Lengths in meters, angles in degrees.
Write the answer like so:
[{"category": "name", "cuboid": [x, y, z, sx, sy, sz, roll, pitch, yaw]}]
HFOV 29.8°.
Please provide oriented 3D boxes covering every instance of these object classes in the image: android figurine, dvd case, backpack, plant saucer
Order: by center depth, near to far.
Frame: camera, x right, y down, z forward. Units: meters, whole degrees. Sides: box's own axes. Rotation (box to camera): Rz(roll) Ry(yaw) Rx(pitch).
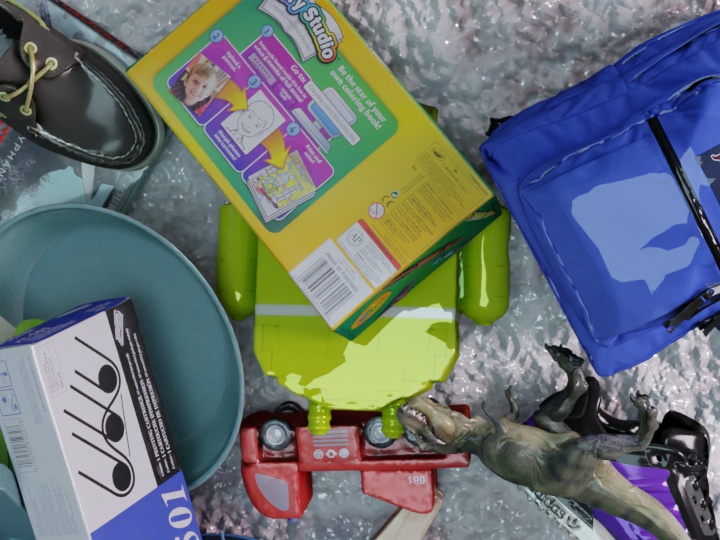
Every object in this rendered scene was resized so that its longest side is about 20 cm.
[{"category": "backpack", "cuboid": [0.187, -0.046, 0.738, 0.199, 0.168, 0.163, -27, 100, 8]}, {"category": "android figurine", "cuboid": [0.000, 0.000, 0.816, 0.181, 0.041, 0.201, -1, 84, 9]}, {"category": "plant saucer", "cuboid": [-0.218, 0.148, 0.826, 0.070, 0.200, 0.019, 9, 65, 8]}, {"category": "plant saucer", "cuboid": [-0.155, 0.048, 0.847, 0.199, 0.036, 0.201, 8, 113, 19]}, {"category": "dvd case", "cuboid": [-0.223, -0.107, 0.862, 0.200, 0.022, 0.146, 34, 102, 1]}]

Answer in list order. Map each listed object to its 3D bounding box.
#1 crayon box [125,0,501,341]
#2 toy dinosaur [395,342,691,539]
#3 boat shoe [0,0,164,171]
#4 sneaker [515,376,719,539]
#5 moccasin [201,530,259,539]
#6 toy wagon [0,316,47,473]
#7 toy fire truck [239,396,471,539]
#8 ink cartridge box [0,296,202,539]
[{"category": "crayon box", "cuboid": [-0.027, -0.075, 0.780, 0.119, 0.058, 0.200, -39, 78, 2]}, {"category": "toy dinosaur", "cuboid": [0.123, 0.099, 0.774, 0.199, 0.047, 0.089, 26, 102, 11]}, {"category": "boat shoe", "cuboid": [-0.211, -0.123, 0.816, 0.201, 0.061, 0.072, 34, 102, 2]}, {"category": "sneaker", "cuboid": [0.185, 0.142, 0.814, 0.200, 0.070, 0.100, 40, 100, 0]}, {"category": "moccasin", "cuboid": [-0.057, 0.214, 0.860, 0.199, 0.068, 0.081, 7, 100, 10]}, {"category": "toy wagon", "cuboid": [-0.234, 0.088, 0.851, 0.200, 0.040, 0.155, 38, 124, 8]}, {"category": "toy fire truck", "cuboid": [0.025, 0.154, 0.849, 0.199, 0.049, 0.142, -3, 98, 9]}, {"category": "ink cartridge box", "cuboid": [-0.148, 0.125, 0.788, 0.044, 0.094, 0.201, -9, 100, 30]}]
